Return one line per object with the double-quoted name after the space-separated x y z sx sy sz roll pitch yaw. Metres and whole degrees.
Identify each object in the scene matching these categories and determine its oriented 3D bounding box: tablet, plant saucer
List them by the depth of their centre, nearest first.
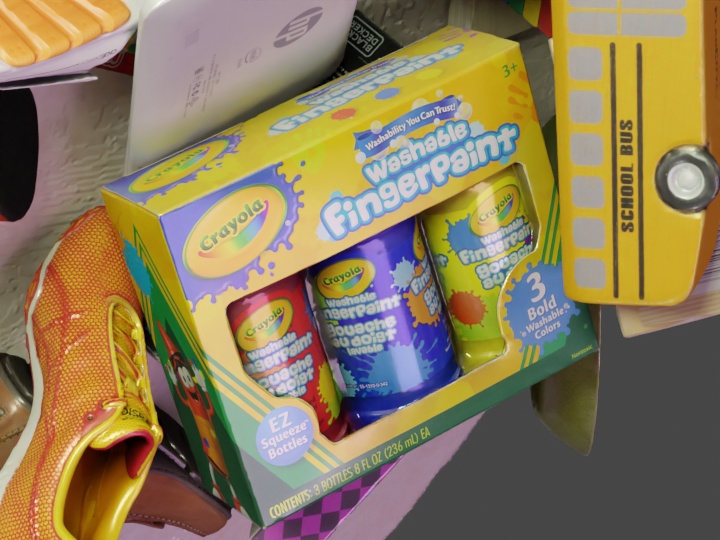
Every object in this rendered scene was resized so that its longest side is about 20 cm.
-0.048 -0.104 1.039 0.130 0.014 0.200 -33 168 -18 "tablet"
0.111 0.004 1.297 0.031 0.201 0.201 -1 136 0 "plant saucer"

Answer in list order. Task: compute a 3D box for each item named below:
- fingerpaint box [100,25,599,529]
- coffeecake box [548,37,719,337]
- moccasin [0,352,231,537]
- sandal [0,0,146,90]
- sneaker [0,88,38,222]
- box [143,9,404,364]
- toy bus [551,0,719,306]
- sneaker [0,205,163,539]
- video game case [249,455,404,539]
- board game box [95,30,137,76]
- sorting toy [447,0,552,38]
0.000 0.000 1.099 0.199 0.073 0.168 -26 114 -21 "fingerpaint box"
0.164 -0.057 1.219 0.073 0.154 0.200 -14 -178 13 "coffeecake box"
-0.140 0.105 1.192 0.078 0.074 0.201 -47 149 12 "moccasin"
-0.122 -0.115 0.983 0.206 0.079 0.059 -19 157 -28 "sandal"
-0.210 -0.047 0.972 0.201 0.107 0.068 -44 135 -76 "sneaker"
-0.029 -0.022 1.196 0.200 0.060 0.117 -46 146 -1 "box"
0.132 -0.088 1.065 0.065 0.078 0.201 -44 134 -63 "toy bus"
-0.121 0.061 1.088 0.073 0.077 0.201 37 50 -48 "sneaker"
0.017 0.077 1.284 0.200 0.036 0.181 -47 -178 0 "video game case"
-0.045 -0.168 1.065 0.095 0.030 0.200 9 120 -51 "board game box"
0.152 -0.215 1.192 0.198 0.070 0.201 -24 139 -31 "sorting toy"
